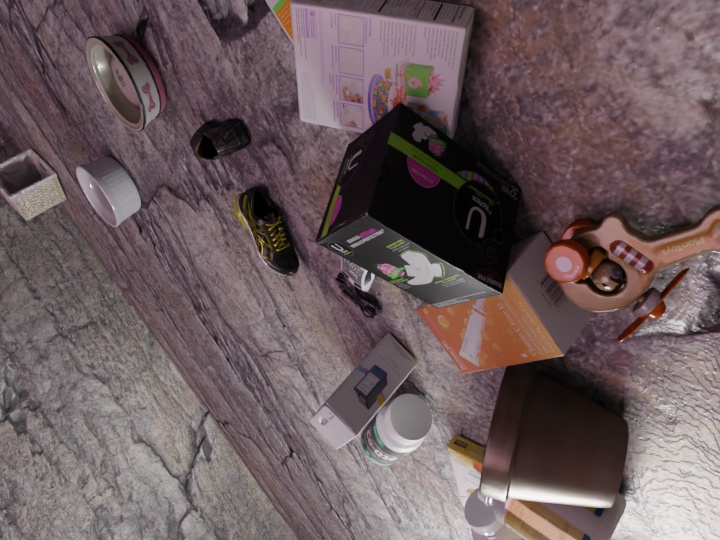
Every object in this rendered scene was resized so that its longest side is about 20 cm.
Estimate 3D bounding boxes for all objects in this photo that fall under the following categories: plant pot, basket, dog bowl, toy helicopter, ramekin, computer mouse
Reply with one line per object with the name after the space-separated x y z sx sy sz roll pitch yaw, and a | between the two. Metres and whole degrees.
0.276 0.247 0.766 0.171 0.201 0.202 14 135 21 | plant pot
-1.342 -0.342 2.173 0.197 0.200 0.162 38 148 19 | basket
-0.500 -0.410 1.160 0.199 0.074 0.202 33 144 28 | dog bowl
0.304 -0.006 0.562 0.199 0.079 0.134 -27 95 45 | toy helicopter
-0.758 -0.244 1.630 0.199 0.097 0.203 32 143 28 | ramekin
0.000 0.000 0.978 0.109 0.044 0.201 42 153 22 | computer mouse

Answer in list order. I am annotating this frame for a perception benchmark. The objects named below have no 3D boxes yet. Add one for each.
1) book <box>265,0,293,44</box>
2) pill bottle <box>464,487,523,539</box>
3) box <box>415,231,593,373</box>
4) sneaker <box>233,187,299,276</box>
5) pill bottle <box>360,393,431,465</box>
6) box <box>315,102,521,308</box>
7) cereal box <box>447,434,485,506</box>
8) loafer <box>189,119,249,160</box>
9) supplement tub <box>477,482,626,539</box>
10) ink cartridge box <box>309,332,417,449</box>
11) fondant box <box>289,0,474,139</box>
-0.030 -0.310 0.698 0.133 0.048 0.202 -15 111 52 | book
0.277 0.499 1.002 0.111 0.113 0.201 -7 125 54 | pill bottle
0.190 0.052 0.736 0.125 0.097 0.199 52 148 -4 | box
-0.188 -0.078 1.101 0.202 0.074 0.084 55 147 -7 | sneaker
0.076 0.342 1.160 0.113 0.113 0.201 43 147 11 | pill bottle
0.072 -0.067 0.647 0.198 0.151 0.124 27 156 -25 | box
0.258 0.438 1.094 0.142 0.039 0.203 14 132 42 | cereal box
-0.300 -0.253 1.067 0.198 0.072 0.074 1 125 52 | loafer
0.306 0.375 0.873 0.198 0.144 0.146 27 142 33 | supplement tub
0.004 0.240 1.063 0.087 0.200 0.146 44 147 7 | ink cartridge box
0.022 -0.236 0.630 0.196 0.059 0.146 15 138 13 | fondant box
